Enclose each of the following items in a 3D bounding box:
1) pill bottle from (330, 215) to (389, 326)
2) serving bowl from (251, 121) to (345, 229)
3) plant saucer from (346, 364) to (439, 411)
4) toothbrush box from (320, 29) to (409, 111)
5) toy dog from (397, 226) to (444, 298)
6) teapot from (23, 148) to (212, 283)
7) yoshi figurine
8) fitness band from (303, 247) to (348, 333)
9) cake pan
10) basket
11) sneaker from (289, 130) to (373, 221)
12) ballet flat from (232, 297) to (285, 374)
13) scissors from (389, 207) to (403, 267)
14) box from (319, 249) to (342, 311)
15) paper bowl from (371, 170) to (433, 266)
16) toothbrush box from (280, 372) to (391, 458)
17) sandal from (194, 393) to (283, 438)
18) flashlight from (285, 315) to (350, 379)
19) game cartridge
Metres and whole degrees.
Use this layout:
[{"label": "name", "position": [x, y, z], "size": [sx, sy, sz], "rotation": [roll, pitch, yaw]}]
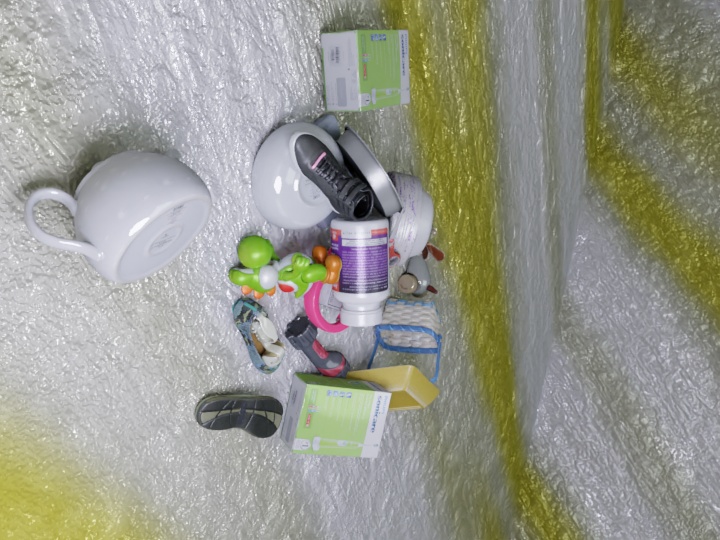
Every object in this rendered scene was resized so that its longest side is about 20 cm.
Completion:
[{"label": "pill bottle", "position": [0.000, 0.000, 1.295], "size": [0.111, 0.111, 0.201], "rotation": [-15, 107, -55]}, {"label": "serving bowl", "position": [-0.099, -0.165, 1.238], "size": [0.199, 0.066, 0.201], "rotation": [-20, 121, -37]}, {"label": "plant saucer", "position": [0.063, 0.283, 1.573], "size": [0.200, 0.199, 0.049], "rotation": [48, 38, -53]}, {"label": "toothbrush box", "position": [0.015, -0.397, 1.341], "size": [0.200, 0.086, 0.147], "rotation": [-28, 120, -52]}, {"label": "toy dog", "position": [0.167, -0.016, 1.733], "size": [0.132, 0.096, 0.201], "rotation": [-24, 121, -53]}, {"label": "teapot", "position": [-0.311, -0.088, 0.908], "size": [0.197, 0.146, 0.200], "rotation": [-45, 173, -4]}, {"label": "yoshi figurine", "position": [-0.139, -0.020, 1.221], "size": [0.199, 0.112, 0.112], "rotation": [-6, 63, -30]}, {"label": "fitness band", "position": [-0.039, 0.029, 1.367], "size": [0.200, 0.037, 0.144], "rotation": [-58, 133, -25]}, {"label": "cake pan", "position": [0.014, -0.184, 1.299], "size": [0.037, 0.200, 0.201], "rotation": [-34, 139, -2]}, {"label": "basket", "position": [0.119, 0.175, 1.651], "size": [0.139, 0.175, 0.201], "rotation": [64, 38, -51]}, {"label": "sneaker", "position": [-0.042, -0.162, 1.175], "size": [0.071, 0.099, 0.200], "rotation": [-50, 133, -13]}, {"label": "ballet flat", "position": [-0.178, 0.134, 1.266], "size": [0.074, 0.074, 0.200], "rotation": [-56, 143, -30]}, {"label": "scissors", "position": [0.052, -0.049, 1.332], "size": [0.073, 0.014, 0.200], "rotation": [-24, 153, -15]}, {"label": "box", "position": [-0.030, 0.034, 1.471], "size": [0.200, 0.060, 0.117], "rotation": [22, 82, -58]}, {"label": "paper bowl", "position": [0.090, -0.109, 1.472], "size": [0.201, 0.104, 0.202], "rotation": [-171, -90, -78]}, {"label": "toothbrush box", "position": [-0.051, 0.306, 1.425], "size": [0.199, 0.086, 0.147], "rotation": [10, 94, -25]}, {"label": "sandal", "position": [-0.222, 0.259, 1.258], "size": [0.200, 0.057, 0.080], "rotation": [23, 87, -43]}, {"label": "flashlight", "position": [-0.085, 0.165, 1.428], "size": [0.200, 0.068, 0.068], "rotation": [61, 25, -46]}, {"label": "game cartridge", "position": [-0.073, -0.190, 1.348], "size": [0.133, 0.041, 0.201], "rotation": [-55, 142, -39]}]
